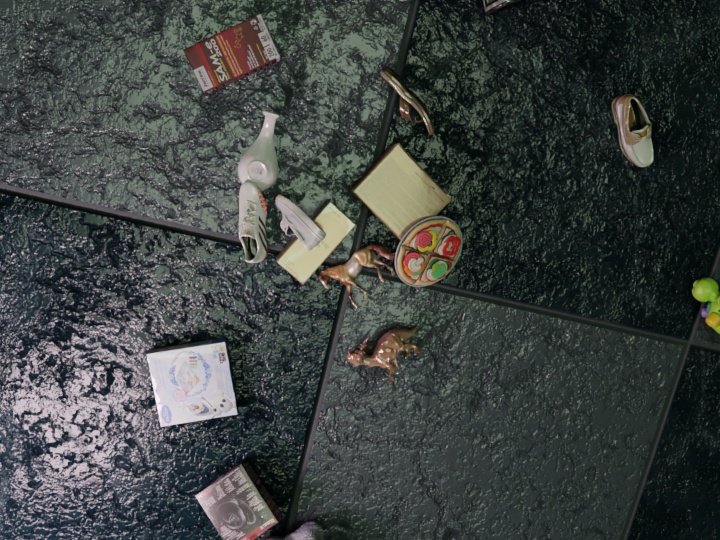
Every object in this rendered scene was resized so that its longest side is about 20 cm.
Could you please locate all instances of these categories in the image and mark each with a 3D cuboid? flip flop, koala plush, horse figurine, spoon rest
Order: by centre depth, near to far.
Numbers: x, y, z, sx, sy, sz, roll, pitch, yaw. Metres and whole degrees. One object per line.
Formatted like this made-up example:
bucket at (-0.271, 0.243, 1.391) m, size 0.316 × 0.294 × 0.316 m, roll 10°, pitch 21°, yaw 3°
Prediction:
spoon rest at (-0.238, -0.292, 1.588) m, size 0.099 × 0.061 × 0.201 m, roll 16°, pitch 111°, yaw -8°
flip flop at (0.112, -0.410, 1.596) m, size 0.058 × 0.081 × 0.200 m, roll -41°, pitch 102°, yaw 19°
horse figurine at (0.000, 0.000, 1.660) m, size 0.200 × 0.050 × 0.133 m, roll -42°, pitch 82°, yaw 11°
koala plush at (-0.203, 0.758, 1.732) m, size 0.199 × 0.177 × 0.185 m, roll 5°, pitch 88°, yaw -8°

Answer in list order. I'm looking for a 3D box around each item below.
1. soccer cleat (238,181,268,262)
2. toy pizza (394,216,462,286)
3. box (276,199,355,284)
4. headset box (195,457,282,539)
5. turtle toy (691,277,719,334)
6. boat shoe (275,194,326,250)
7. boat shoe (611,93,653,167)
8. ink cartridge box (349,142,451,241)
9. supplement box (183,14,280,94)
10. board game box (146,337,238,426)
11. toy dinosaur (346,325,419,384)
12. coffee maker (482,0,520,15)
soccer cleat at (-0.267, -0.115, 1.589) m, size 0.068 × 0.085 × 0.201 m, roll 0°, pitch 104°, yaw 15°
toy pizza at (0.179, -0.042, 1.649) m, size 0.199 × 0.032 × 0.201 m, roll -14°, pitch 124°, yaw -22°
box at (-0.112, -0.073, 1.625) m, size 0.095 × 0.078 × 0.200 m, roll 40°, pitch 94°, yaw -12°
headset box at (-0.313, 0.624, 1.706) m, size 0.149 × 0.077 × 0.200 m, roll -35°, pitch 87°, yaw 0°
turtle toy at (0.996, 0.100, 1.783) m, size 0.200 × 0.101 × 0.146 m, roll 44°, pitch 93°, yaw -12°
boat shoe at (-0.158, -0.114, 1.565) m, size 0.069 × 0.200 × 0.072 m, roll -48°, pitch 146°, yaw 1°
boat shoe at (0.712, -0.357, 1.679) m, size 0.075 × 0.068 × 0.201 m, roll -29°, pitch 103°, yaw -1°
ink cartridge box at (0.099, -0.192, 1.631) m, size 0.165 × 0.075 × 0.200 m, roll -45°, pitch 103°, yaw 2°
supplement box at (-0.301, -0.508, 1.531) m, size 0.199 × 0.061 × 0.109 m, roll -26°, pitch 103°, yaw -1°
board game box at (-0.429, 0.287, 1.671) m, size 0.198 × 0.043 × 0.201 m, roll -8°, pitch 102°, yaw -6°
toy dinosaur at (0.067, 0.200, 1.700) m, size 0.136 × 0.086 × 0.200 m, roll 44°, pitch 87°, yaw -6°
coffee maker at (0.348, -0.732, 1.532) m, size 0.191 × 0.135 × 0.201 m, roll -26°, pitch 103°, yaw -2°
